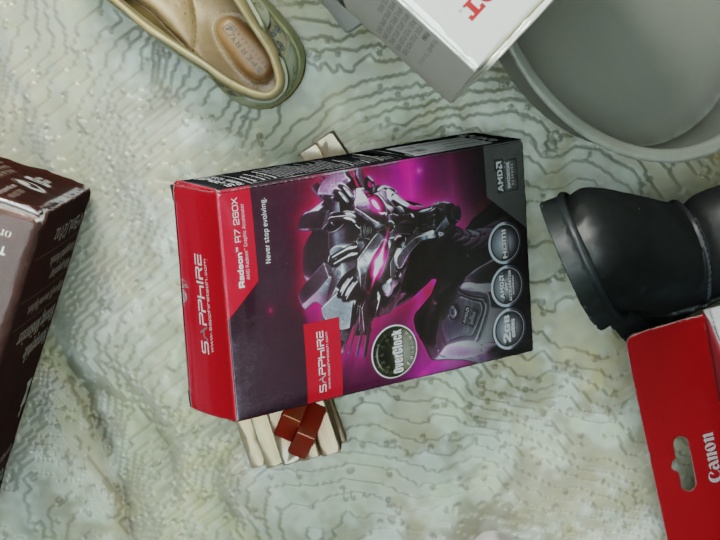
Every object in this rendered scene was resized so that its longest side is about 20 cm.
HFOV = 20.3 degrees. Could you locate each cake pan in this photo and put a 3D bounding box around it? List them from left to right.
[{"bbox_3d":[0.144,-0.153,1.077,0.200,0.037,0.200,5,78,-27],"label":"cake pan"}]

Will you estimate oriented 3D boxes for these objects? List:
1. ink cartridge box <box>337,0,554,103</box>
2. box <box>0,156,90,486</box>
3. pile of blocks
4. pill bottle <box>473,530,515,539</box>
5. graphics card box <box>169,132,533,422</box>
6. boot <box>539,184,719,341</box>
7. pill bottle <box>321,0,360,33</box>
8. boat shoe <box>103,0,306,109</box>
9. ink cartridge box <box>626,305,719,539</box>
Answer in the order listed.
[{"bbox_3d":[0.025,-0.202,0.975,0.200,0.083,0.147,43,78,0],"label":"ink cartridge box"},{"bbox_3d":[-0.262,0.028,1.091,0.164,0.166,0.200,18,97,-1],"label":"box"},{"bbox_3d":[-0.040,0.020,1.136,0.082,0.062,0.200,7,97,1],"label":"pile of blocks"},{"bbox_3d":[0.045,0.254,1.137,0.112,0.112,0.200,42,96,-3],"label":"pill bottle"},{"bbox_3d":[0.000,0.000,1.085,0.200,0.051,0.126,-11,103,-33],"label":"graphics card box"},{"bbox_3d":[0.193,-0.025,1.063,0.162,0.198,0.073,-24,71,14],"label":"boot"},{"bbox_3d":[-0.027,-0.236,1.077,0.116,0.116,0.200,-34,95,5],"label":"pill bottle"},{"bbox_3d":[-0.109,-0.169,1.114,0.200,0.063,0.073,41,97,-3],"label":"boat shoe"},{"bbox_3d":[0.251,0.111,1.093,0.175,0.084,0.200,-15,120,3],"label":"ink cartridge box"}]
